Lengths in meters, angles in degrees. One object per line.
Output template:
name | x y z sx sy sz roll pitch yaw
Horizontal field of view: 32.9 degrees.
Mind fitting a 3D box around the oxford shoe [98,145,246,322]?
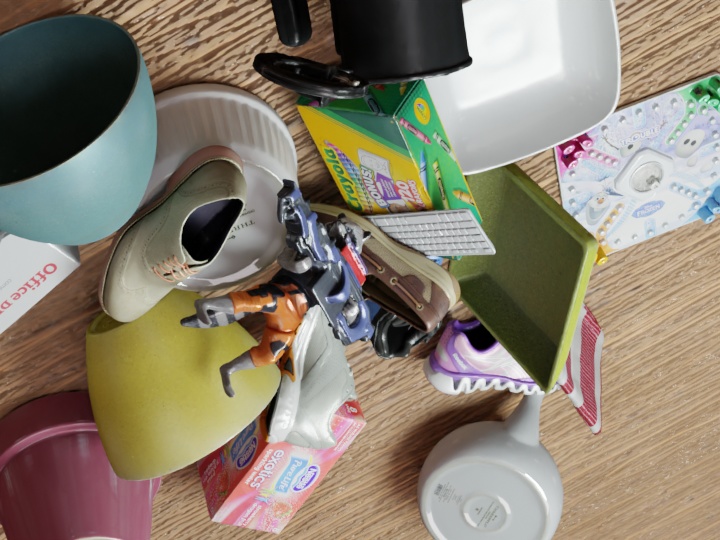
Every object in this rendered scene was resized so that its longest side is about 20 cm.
oxford shoe | -0.171 -0.019 1.089 0.070 0.074 0.200 22 118 -33

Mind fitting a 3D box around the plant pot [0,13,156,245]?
plant pot | -0.255 -0.100 1.038 0.199 0.201 0.135 -23 138 -1

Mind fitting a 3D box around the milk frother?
milk frother | -0.003 -0.242 0.981 0.179 0.200 0.190 -7 108 4

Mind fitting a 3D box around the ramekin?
ramekin | -0.149 -0.070 1.170 0.201 0.095 0.204 -11 131 -12

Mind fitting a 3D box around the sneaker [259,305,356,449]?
sneaker | -0.041 0.096 1.308 0.091 0.076 0.202 19 80 -16

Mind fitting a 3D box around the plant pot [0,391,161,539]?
plant pot | -0.308 0.264 1.335 0.198 0.180 0.201 -11 133 -12

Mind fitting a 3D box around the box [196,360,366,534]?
box | -0.095 0.202 1.419 0.102 0.095 0.200 20 120 -33

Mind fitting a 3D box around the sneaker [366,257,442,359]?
sneaker | 0.065 0.008 1.304 0.076 0.112 0.200 18 120 -32

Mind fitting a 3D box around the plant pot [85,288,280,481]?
plant pot | -0.202 0.096 1.246 0.199 0.200 0.143 -28 108 4

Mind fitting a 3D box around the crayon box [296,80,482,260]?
crayon box | 0.031 -0.104 1.189 0.058 0.118 0.201 -56 139 -26

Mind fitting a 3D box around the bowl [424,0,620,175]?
bowl | 0.146 -0.207 1.179 0.198 0.075 0.201 -20 132 -3

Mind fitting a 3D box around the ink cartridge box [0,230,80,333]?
ink cartridge box | -0.379 -0.037 1.117 0.145 0.084 0.200 -38 131 12

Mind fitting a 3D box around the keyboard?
keyboard | 0.049 -0.035 1.205 0.056 0.199 0.011 49 60 -29

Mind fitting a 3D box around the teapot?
teapot | 0.169 0.269 1.551 0.199 0.146 0.199 -17 110 22

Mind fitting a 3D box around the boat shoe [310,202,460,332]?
boat shoe | 0.000 0.000 1.227 0.072 0.199 0.072 -53 164 -28

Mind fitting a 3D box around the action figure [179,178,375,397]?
action figure | -0.075 0.001 1.145 0.193 0.104 0.201 -35 127 -22

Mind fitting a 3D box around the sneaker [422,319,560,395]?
sneaker | 0.175 0.093 1.446 0.198 0.081 0.089 -1 121 -19

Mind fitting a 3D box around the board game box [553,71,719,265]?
board game box | 0.322 -0.104 1.366 0.198 0.026 0.201 -21 133 -3

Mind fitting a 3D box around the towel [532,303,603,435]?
towel | 0.247 0.082 1.419 0.023 0.145 0.200 -12 139 26

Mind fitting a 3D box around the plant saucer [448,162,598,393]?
plant saucer | 0.176 -0.010 1.282 0.048 0.200 0.201 -16 134 -26
